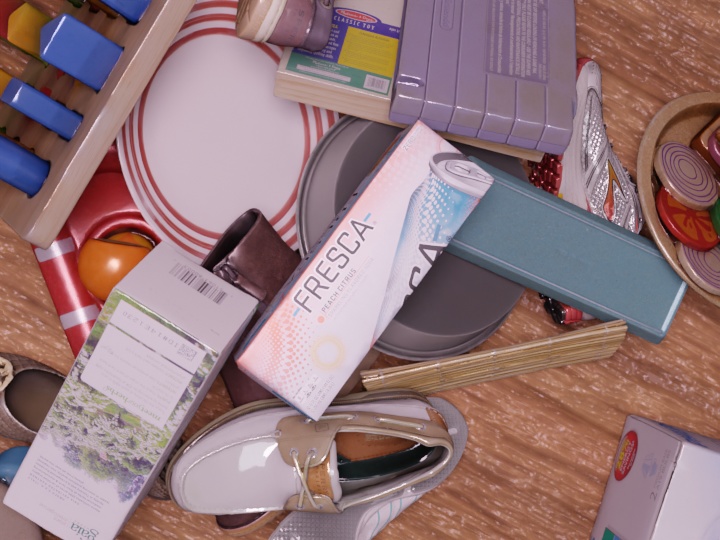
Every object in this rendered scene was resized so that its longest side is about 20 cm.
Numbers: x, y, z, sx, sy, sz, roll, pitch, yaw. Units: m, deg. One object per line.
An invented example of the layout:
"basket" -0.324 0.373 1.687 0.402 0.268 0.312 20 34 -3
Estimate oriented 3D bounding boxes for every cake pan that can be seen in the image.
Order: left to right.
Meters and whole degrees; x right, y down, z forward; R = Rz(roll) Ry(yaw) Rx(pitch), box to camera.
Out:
"cake pan" 0.050 -0.034 0.872 0.200 0.037 0.200 4 80 -25

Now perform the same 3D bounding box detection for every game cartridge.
"game cartridge" 0.092 -0.169 0.857 0.130 0.038 0.200 14 50 -7

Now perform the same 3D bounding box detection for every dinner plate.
"dinner plate" -0.095 -0.099 0.861 0.200 0.024 0.200 -2 93 -44

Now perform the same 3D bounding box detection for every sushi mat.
"sushi mat" 0.099 0.071 0.889 0.200 0.096 0.012 -12 70 -3

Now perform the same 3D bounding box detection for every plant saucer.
"plant saucer" 0.152 -0.012 0.860 0.200 0.019 0.070 23 93 -13

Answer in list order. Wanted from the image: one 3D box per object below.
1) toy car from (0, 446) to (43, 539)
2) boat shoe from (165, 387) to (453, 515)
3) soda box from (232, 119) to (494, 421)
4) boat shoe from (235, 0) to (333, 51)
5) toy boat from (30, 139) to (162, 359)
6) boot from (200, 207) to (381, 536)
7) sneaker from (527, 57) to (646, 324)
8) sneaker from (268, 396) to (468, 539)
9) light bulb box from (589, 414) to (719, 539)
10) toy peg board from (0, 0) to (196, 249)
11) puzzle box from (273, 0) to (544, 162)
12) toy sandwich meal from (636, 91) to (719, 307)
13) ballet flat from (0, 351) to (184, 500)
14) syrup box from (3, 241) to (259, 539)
"toy car" -0.337 0.226 0.852 0.177 0.184 0.200 29 118 -4
"boat shoe" -0.033 0.129 0.816 0.200 0.068 0.075 -14 110 -15
"soda box" 0.000 0.000 0.786 0.068 0.064 0.200 37 85 -7
"boat shoe" -0.045 -0.209 0.838 0.065 0.200 0.072 27 121 -16
"toy boat" -0.170 -0.007 0.850 0.130 0.131 0.200 -21 93 -2
"boot" -0.084 0.075 0.857 0.166 0.072 0.200 44 73 -35
"sneaker" 0.176 -0.062 0.906 0.082 0.078 0.200 -6 100 -10
"sneaker" -0.002 0.169 0.901 0.200 0.080 0.070 -39 84 -21
"light bulb box" 0.282 0.236 0.888 0.200 0.125 0.198 17 90 -5
"toy peg board" -0.228 -0.143 0.800 0.098 0.199 0.200 30 90 -33
"puzzle box" 0.045 -0.156 0.872 0.200 0.025 0.133 14 50 -1
"toy sandwich meal" 0.299 -0.060 0.879 0.205 0.070 0.205 9 67 -22
"ballet flat" -0.211 0.111 0.882 0.200 0.046 0.067 29 54 -6
"syrup box" -0.154 0.090 0.788 0.079 0.081 0.200 32 117 -1
